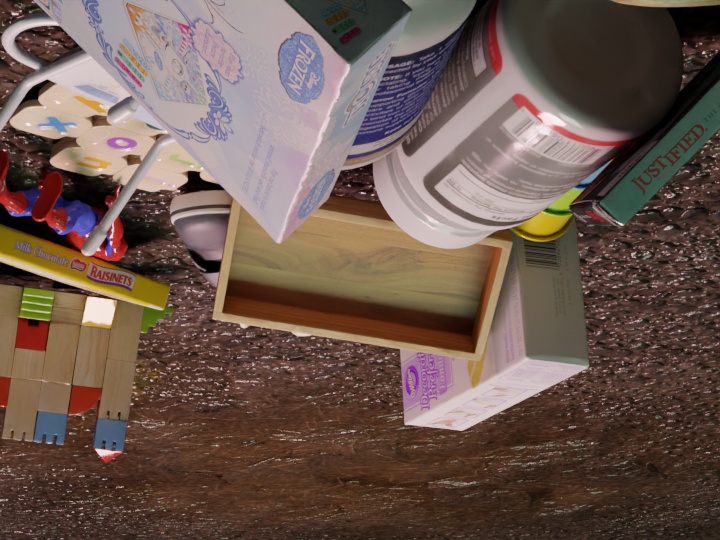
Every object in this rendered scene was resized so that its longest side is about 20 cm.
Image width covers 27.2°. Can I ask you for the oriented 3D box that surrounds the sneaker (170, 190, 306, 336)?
[{"bbox_3d":[-0.075,-0.002,1.141,0.078,0.080,0.200,-9,161,26],"label":"sneaker"}]

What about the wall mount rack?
[{"bbox_3d":[-0.152,-0.078,0.905,0.173,0.075,0.200,-17,154,35],"label":"wall mount rack"}]

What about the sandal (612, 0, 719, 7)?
[{"bbox_3d":[0.217,-0.185,0.742,0.211,0.078,0.070,-6,129,-9],"label":"sandal"}]

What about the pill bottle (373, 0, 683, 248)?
[{"bbox_3d":[0.090,-0.092,0.877,0.114,0.114,0.200,6,159,-22],"label":"pill bottle"}]

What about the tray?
[{"bbox_3d":[0.000,0.000,1.071,0.199,0.037,0.099,9,114,-7],"label":"tray"}]

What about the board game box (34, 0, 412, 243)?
[{"bbox_3d":[-0.079,-0.127,0.686,0.043,0.199,0.200,-42,173,-22],"label":"board game box"}]

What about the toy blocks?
[{"bbox_3d":[-0.268,0.084,1.249,0.199,0.137,0.100,9,178,-14],"label":"toy blocks"}]

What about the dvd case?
[{"bbox_3d":[0.179,-0.081,0.829,0.146,0.022,0.200,-46,178,3],"label":"dvd case"}]

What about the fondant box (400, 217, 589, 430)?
[{"bbox_3d":[0.098,0.031,1.168,0.058,0.145,0.200,6,158,-23],"label":"fondant box"}]

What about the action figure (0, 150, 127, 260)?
[{"bbox_3d":[-0.206,-0.042,1.065,0.065,0.052,0.200,16,171,9],"label":"action figure"}]

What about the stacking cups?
[{"bbox_3d":[0.145,-0.085,0.987,0.060,0.061,0.200,2,157,-11],"label":"stacking cups"}]

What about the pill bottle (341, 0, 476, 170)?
[{"bbox_3d":[-0.003,-0.139,0.738,0.115,0.116,0.200,2,160,-11],"label":"pill bottle"}]

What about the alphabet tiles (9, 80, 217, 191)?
[{"bbox_3d":[-0.120,-0.098,0.981,0.195,0.015,0.200,14,154,-36],"label":"alphabet tiles"}]

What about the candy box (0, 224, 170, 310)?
[{"bbox_3d":[-0.250,-0.011,1.141,0.102,0.027,0.200,9,171,39],"label":"candy box"}]
